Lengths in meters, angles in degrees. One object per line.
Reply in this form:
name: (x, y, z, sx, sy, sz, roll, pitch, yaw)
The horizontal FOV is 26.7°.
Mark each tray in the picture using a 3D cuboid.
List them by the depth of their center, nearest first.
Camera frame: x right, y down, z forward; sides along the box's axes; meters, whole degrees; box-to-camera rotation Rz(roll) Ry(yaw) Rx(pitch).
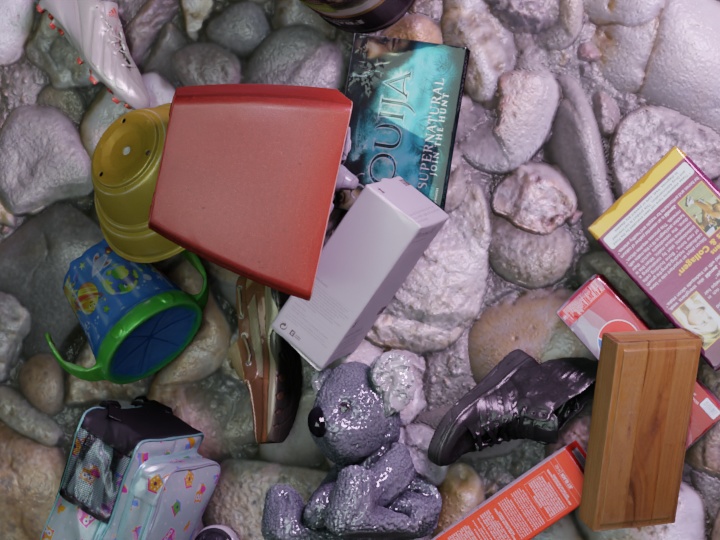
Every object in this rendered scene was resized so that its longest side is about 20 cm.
tray: (0.283, 0.162, 1.534, 0.098, 0.037, 0.202, -2, 108, -21)

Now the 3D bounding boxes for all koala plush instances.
koala plush: (-0.001, 0.193, 1.653, 0.177, 0.182, 0.202, -23, 67, 49)

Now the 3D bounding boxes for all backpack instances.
backpack: (-0.263, 0.264, 1.708, 0.153, 0.176, 0.201, 33, 101, 17)

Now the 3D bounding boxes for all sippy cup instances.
sippy cup: (-0.272, 0.038, 1.746, 0.131, 0.177, 0.140, 48, 128, 22)

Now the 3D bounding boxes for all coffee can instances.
coffee can: (-0.021, -0.350, 1.649, 0.145, 0.200, 0.148, -1, 88, 15)

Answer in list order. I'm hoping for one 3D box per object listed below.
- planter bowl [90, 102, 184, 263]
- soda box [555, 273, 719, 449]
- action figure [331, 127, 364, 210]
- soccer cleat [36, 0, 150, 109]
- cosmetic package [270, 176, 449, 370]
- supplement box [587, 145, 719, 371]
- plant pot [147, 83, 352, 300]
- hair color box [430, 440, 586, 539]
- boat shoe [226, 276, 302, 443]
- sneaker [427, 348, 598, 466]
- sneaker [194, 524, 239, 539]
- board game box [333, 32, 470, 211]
planter bowl: (-0.238, -0.117, 1.688, 0.199, 0.083, 0.202, -16, 59, 27)
soda box: (0.299, 0.096, 1.615, 0.063, 0.070, 0.200, -43, 79, 11)
action figure: (-0.081, -0.127, 1.715, 0.198, 0.069, 0.131, 21, 92, 20)
soccer cleat: (-0.304, -0.274, 1.793, 0.077, 0.069, 0.200, -41, 76, 7)
cosmetic package: (0.000, 0.000, 1.660, 0.081, 0.113, 0.201, 40, 111, 10)
supplement box: (0.353, -0.013, 1.587, 0.131, 0.103, 0.200, -42, 78, 10)
plant pot: (-0.120, -0.101, 1.562, 0.174, 0.200, 0.202, 12, 99, -7)
hair color box: (0.162, 0.266, 1.631, 0.199, 0.101, 0.062, -36, 80, 12)
boat shoe: (-0.112, 0.096, 1.730, 0.073, 0.076, 0.203, -3, 79, 20)
sneaker: (0.170, 0.155, 1.624, 0.104, 0.060, 0.200, 33, 63, 27)
sneaker: (-0.171, 0.394, 1.709, 0.075, 0.114, 0.203, -8, 86, 15)
board game box: (0.042, -0.160, 1.714, 0.134, 0.028, 0.202, 9, 91, 14)
